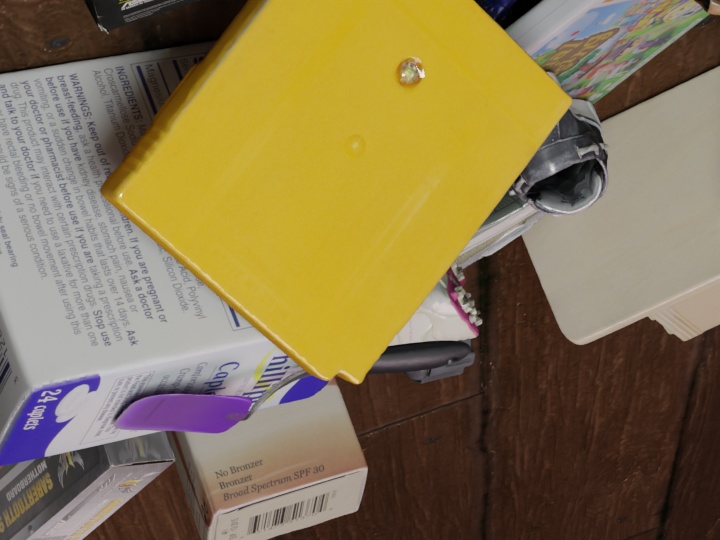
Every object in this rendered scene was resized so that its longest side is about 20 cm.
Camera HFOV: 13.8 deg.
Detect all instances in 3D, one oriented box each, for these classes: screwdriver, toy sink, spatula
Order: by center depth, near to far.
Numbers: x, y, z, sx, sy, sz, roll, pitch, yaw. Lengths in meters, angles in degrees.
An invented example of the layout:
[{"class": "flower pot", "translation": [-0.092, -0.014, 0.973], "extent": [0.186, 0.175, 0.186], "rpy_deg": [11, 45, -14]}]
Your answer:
[{"class": "spatula", "translation": [-0.030, 0.059, 1.564], "extent": [0.199, 0.021, 0.057], "rpy_deg": [-14, 164, -26]}, {"class": "screwdriver", "translation": [0.093, -0.168, 1.639], "extent": [0.028, 0.029, 0.200], "rpy_deg": [-6, 152, -34]}, {"class": "toy sink", "translation": [0.215, -0.037, 1.944], "extent": [0.199, 0.131, 0.112], "rpy_deg": [-26, 160, 13]}]

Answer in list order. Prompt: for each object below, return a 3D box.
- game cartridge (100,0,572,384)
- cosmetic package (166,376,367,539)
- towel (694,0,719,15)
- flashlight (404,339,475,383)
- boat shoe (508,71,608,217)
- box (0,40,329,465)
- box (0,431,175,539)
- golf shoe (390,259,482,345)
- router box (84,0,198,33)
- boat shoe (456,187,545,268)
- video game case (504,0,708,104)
[{"class": "game cartridge", "translation": [-0.010, -0.064, 1.511], "extent": [0.176, 0.032, 0.200], "rpy_deg": [42, 82, -28]}, {"class": "cosmetic package", "translation": [-0.076, 0.056, 1.795], "extent": [0.103, 0.201, 0.087], "rpy_deg": [-17, 159, -12]}, {"class": "towel", "translation": [0.225, -0.159, 1.557], "extent": [0.146, 0.022, 0.200], "rpy_deg": [4, -162, -9]}, {"class": "flashlight", "translation": [-0.016, 0.066, 2.080], "extent": [0.199, 0.068, 0.068], "rpy_deg": [-9, 157, -28]}, {"class": "boat shoe", "translation": [0.116, -0.063, 1.756], "extent": [0.072, 0.068, 0.200], "rpy_deg": [-28, 169, 4]}, {"class": "box", "translation": [-0.122, -0.012, 1.588], "extent": [0.199, 0.184, 0.105], "rpy_deg": [-11, 156, -25]}, {"class": "box", "translation": [-0.202, 0.088, 1.815], "extent": [0.048, 0.159, 0.200], "rpy_deg": [-4, 154, -40]}, {"class": "golf shoe", "translation": [0.000, 0.000, 1.783], "extent": [0.091, 0.076, 0.200], "rpy_deg": [-25, 142, 13]}, {"class": "router box", "translation": [-0.046, -0.194, 1.366], "extent": [0.199, 0.062, 0.150], "rpy_deg": [-19, 161, -5]}, {"class": "boat shoe", "translation": [0.037, -0.020, 1.901], "extent": [0.202, 0.075, 0.065], "rpy_deg": [-30, 155, 6]}, {"class": "video game case", "translation": [0.130, -0.131, 1.719], "extent": [0.182, 0.022, 0.200], "rpy_deg": [-15, 164, -48]}]
